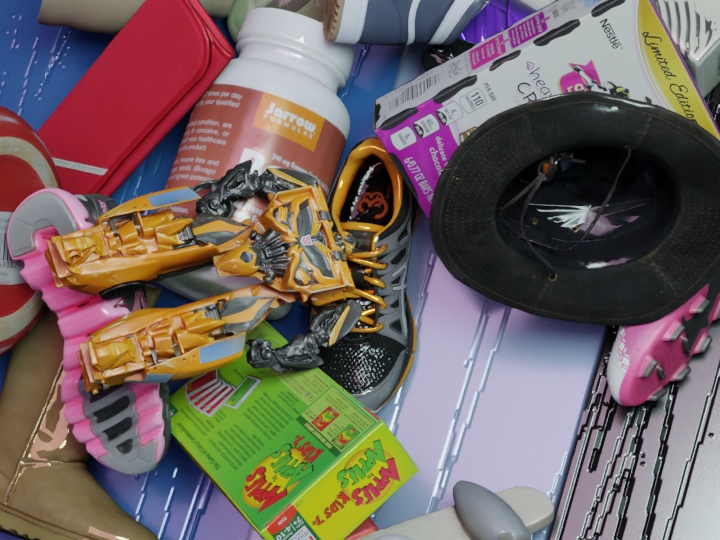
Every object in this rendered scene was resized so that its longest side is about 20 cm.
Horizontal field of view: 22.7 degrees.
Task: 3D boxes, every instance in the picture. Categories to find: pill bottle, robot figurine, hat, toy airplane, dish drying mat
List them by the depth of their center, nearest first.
[{"bbox_3d":[0.142,-0.055,1.141,0.199,0.201,0.081,-9,40,8],"label":"hat"},{"bbox_3d":[-0.092,0.004,1.152,0.199,0.058,0.146,-16,77,-19],"label":"robot figurine"},{"bbox_3d":[0.012,0.197,1.153,0.198,0.141,0.201,21,61,5],"label":"toy airplane"},{"bbox_3d":[-0.073,-0.076,1.263,0.112,0.112,0.201,15,78,14],"label":"pill bottle"},{"bbox_3d":[-0.167,-0.120,1.277,0.200,0.018,0.077,-42,77,36],"label":"dish drying mat"}]

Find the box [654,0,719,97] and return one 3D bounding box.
[{"bbox_3d":[0.187,-0.215,1.273,0.200,0.082,0.068,42,86,20],"label":"box"}]

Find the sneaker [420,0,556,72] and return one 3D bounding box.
[{"bbox_3d":[0.100,-0.157,1.284,0.100,0.070,0.200,-47,68,3],"label":"sneaker"}]

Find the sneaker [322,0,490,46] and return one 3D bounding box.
[{"bbox_3d":[0.044,-0.243,1.205,0.108,0.070,0.201,7,116,-12],"label":"sneaker"}]

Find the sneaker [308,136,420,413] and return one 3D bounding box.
[{"bbox_3d":[0.000,0.000,1.247,0.078,0.077,0.201,2,76,9],"label":"sneaker"}]

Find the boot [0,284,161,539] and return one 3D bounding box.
[{"bbox_3d":[-0.185,0.099,1.260,0.174,0.066,0.201,17,76,13],"label":"boot"}]

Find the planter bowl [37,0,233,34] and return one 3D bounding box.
[{"bbox_3d":[-0.144,-0.258,1.301,0.134,0.200,0.201,15,76,-11],"label":"planter bowl"}]

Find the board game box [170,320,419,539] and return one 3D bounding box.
[{"bbox_3d":[-0.053,0.111,1.174,0.102,0.048,0.200,-41,30,-8],"label":"board game box"}]

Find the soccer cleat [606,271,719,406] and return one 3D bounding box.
[{"bbox_3d":[0.212,-0.001,1.220,0.086,0.070,0.200,29,78,31],"label":"soccer cleat"}]

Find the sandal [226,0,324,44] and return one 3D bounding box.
[{"bbox_3d":[-0.013,-0.230,1.325,0.201,0.057,0.080,-39,71,-3],"label":"sandal"}]

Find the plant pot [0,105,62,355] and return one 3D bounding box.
[{"bbox_3d":[-0.315,-0.035,1.233,0.181,0.200,0.202,5,74,27],"label":"plant pot"}]

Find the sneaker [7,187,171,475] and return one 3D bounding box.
[{"bbox_3d":[-0.165,0.036,1.217,0.079,0.095,0.201,-16,93,22],"label":"sneaker"}]

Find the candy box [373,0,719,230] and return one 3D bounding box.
[{"bbox_3d":[0.126,-0.096,1.205,0.199,0.061,0.137,-28,113,13],"label":"candy box"}]
